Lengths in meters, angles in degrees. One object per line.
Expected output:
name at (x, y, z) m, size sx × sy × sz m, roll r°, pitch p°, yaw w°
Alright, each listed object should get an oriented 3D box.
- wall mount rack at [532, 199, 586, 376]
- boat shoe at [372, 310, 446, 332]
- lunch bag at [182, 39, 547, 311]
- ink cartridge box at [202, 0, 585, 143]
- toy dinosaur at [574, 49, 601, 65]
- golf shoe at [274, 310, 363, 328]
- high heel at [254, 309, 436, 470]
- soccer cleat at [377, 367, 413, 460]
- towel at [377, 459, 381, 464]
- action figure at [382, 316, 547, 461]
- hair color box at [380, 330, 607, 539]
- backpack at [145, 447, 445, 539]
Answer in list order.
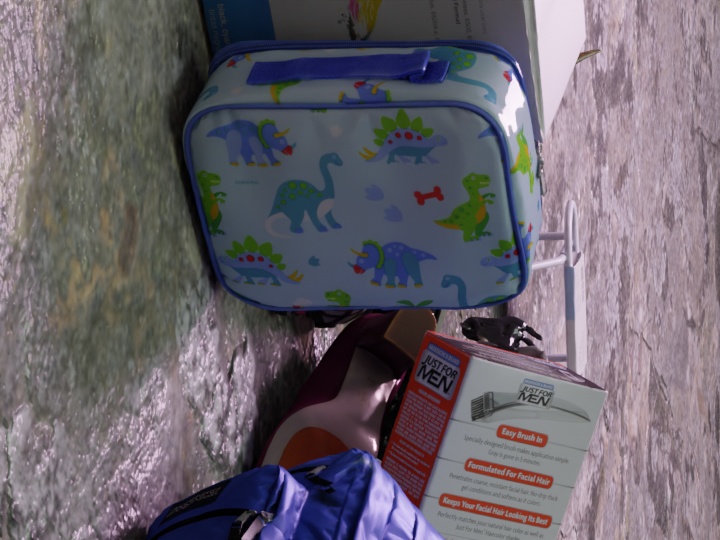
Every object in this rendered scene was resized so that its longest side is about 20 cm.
wall mount rack at (0.152, 0.044, 2.286) m, size 0.174 × 0.074 × 0.201 m, roll -47°, pitch 134°, yaw -72°
boat shoe at (0.024, -0.028, 1.856) m, size 0.063 × 0.074 × 0.202 m, roll -20°, pitch 125°, yaw -35°
lunch bag at (0.004, -0.058, 1.528) m, size 0.083 × 0.199 × 0.161 m, roll -72°, pitch 156°, yaw -48°
ink cartridge box at (0.023, -0.170, 1.592) m, size 0.147 × 0.199 × 0.145 m, roll -66°, pitch 151°, yaw -54°
toy dinosaur at (0.046, -0.087, 1.656) m, size 0.060 × 0.199 × 0.107 m, roll 44°, pitch 44°, yaw -39°
golf shoe at (0.000, 0.000, 1.721) m, size 0.200 × 0.088 × 0.078 m, roll -8°, pitch 96°, yaw -75°
high heel at (-0.024, 0.104, 1.697) m, size 0.067 × 0.096 × 0.200 m, roll 47°, pitch 57°, yaw -7°
soccer cleat at (0.018, 0.135, 1.842) m, size 0.073 × 0.068 × 0.201 m, roll 97°, pitch -2°, yaw -71°
towel at (0.025, 0.240, 1.731) m, size 0.171 × 0.048 × 0.201 m, roll 40°, pitch 52°, yaw -30°
action figure at (0.081, 0.094, 1.747) m, size 0.200 × 0.102 × 0.119 m, roll -43°, pitch 153°, yaw -67°
hair color box at (0.066, 0.149, 1.651) m, size 0.111 × 0.064 × 0.201 m, roll 15°, pitch 98°, yaw -32°
backpack at (-0.039, 0.186, 1.446) m, size 0.168 × 0.162 × 0.200 m, roll 56°, pitch 33°, yaw -21°
